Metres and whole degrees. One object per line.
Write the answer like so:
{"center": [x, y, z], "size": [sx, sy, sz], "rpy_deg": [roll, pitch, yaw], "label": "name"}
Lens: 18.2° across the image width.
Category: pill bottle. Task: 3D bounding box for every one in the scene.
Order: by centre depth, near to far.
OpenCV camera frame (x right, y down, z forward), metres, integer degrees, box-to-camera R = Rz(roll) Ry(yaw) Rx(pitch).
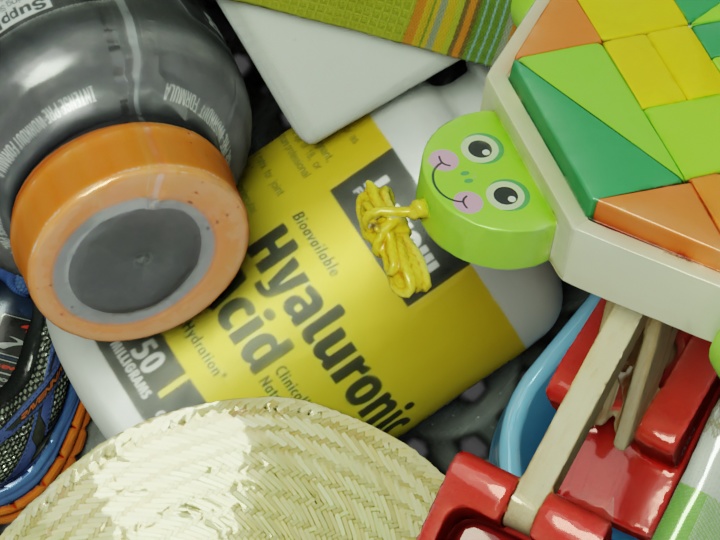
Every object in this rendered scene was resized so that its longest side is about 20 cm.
{"center": [-0.100, -0.069, 0.739], "size": [0.106, 0.106, 0.200], "rpy_deg": [-30, 49, 3], "label": "pill bottle"}
{"center": [0.000, 0.000, 0.780], "size": [0.200, 0.111, 0.111], "rpy_deg": [-35, 71, 1], "label": "pill bottle"}

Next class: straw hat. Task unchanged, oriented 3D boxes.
{"center": [-0.040, 0.146, 0.705], "size": [0.200, 0.085, 0.202], "rpy_deg": [-1, 102, -7], "label": "straw hat"}

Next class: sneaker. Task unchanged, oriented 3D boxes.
{"center": [-0.124, -0.009, 0.825], "size": [0.075, 0.078, 0.201], "rpy_deg": [4, 77, 12], "label": "sneaker"}

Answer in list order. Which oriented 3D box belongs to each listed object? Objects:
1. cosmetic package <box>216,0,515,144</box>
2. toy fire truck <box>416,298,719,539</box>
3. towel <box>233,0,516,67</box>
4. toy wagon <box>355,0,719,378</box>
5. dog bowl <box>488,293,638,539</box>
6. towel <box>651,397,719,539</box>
{"center": [0.015, -0.180, 0.764], "size": [0.200, 0.165, 0.165], "rpy_deg": [-30, 115, 2], "label": "cosmetic package"}
{"center": [0.085, 0.026, 0.687], "size": [0.049, 0.141, 0.201], "rpy_deg": [24, 82, 16], "label": "toy fire truck"}
{"center": [0.001, -0.114, 0.689], "size": [0.199, 0.018, 0.086], "rpy_deg": [12, 109, -15], "label": "towel"}
{"center": [0.097, -0.035, 0.645], "size": [0.199, 0.040, 0.155], "rpy_deg": [-12, 50, -17], "label": "toy wagon"}
{"center": [0.124, 0.032, 0.777], "size": [0.111, 0.050, 0.200], "rpy_deg": [39, 86, 18], "label": "dog bowl"}
{"center": [0.177, 0.044, 0.732], "size": [0.200, 0.149, 0.031], "rpy_deg": [-61, 28, -6], "label": "towel"}
